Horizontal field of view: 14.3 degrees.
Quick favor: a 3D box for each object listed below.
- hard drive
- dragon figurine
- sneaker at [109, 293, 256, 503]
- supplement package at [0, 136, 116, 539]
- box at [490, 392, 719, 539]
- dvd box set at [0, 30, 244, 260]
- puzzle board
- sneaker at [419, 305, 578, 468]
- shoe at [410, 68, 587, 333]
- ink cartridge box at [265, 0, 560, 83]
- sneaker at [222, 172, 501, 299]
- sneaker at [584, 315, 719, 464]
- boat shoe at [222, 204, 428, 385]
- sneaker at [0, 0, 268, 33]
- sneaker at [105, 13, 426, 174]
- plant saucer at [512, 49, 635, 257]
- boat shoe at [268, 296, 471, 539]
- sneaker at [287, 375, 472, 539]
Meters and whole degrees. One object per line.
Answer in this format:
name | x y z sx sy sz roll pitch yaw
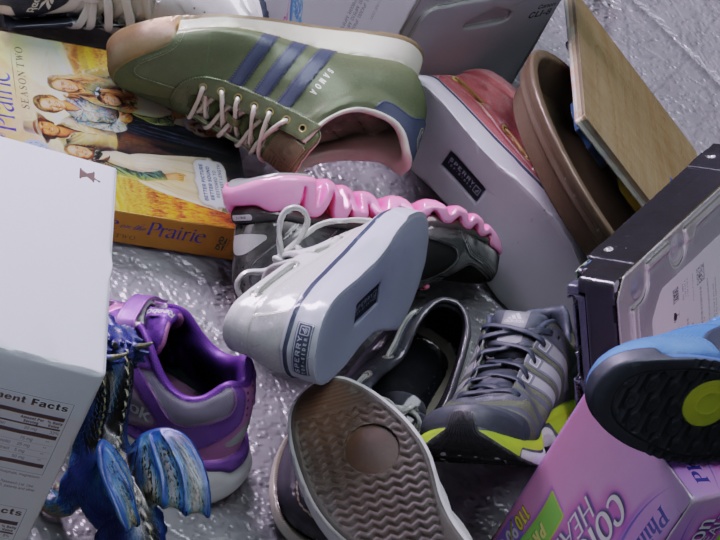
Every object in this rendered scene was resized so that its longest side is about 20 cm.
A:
hard drive | 0.188 0.025 1.706 0.038 0.140 0.200 10 29 31
dragon figurine | -0.118 0.118 1.490 0.059 0.099 0.200 -8 57 -35
sneaker | -0.138 0.042 1.573 0.200 0.088 0.080 30 41 4
supplement package | -0.224 0.047 1.428 0.151 0.200 0.152 15 41 -15
box | 0.196 0.130 1.599 0.200 0.176 0.097 -10 53 -36
dvd box set | -0.169 -0.080 1.727 0.200 0.029 0.146 10 43 -22
puzzle board | 0.178 -0.085 1.862 0.151 0.017 0.200 50 19 -22
sneaker | 0.080 0.065 1.626 0.074 0.081 0.200 2 6 15
shoe | 0.102 -0.049 1.817 0.091 0.071 0.200 -17 63 -51
ink cartridge box | 0.020 -0.218 1.891 0.145 0.145 0.200 -14 55 -40
sneaker | 0.000 0.000 1.721 0.200 0.079 0.095 9 77 -36
sneaker | 0.194 0.052 1.500 0.200 0.066 0.078 1 36 -29
boat shoe | -0.028 0.008 1.612 0.086 0.075 0.202 14 25 17
sneaker | -0.164 -0.171 1.774 0.199 0.080 0.130 36 34 15
sneaker | -0.053 -0.100 1.740 0.200 0.067 0.090 2 62 -16
plant saucer | 0.154 -0.049 1.810 0.200 0.029 0.200 51 18 -23
boat shoe | 0.009 0.083 1.630 0.073 0.063 0.200 34 41 2
sneaker | 0.024 0.151 1.550 0.073 0.085 0.200 -30 70 -12
